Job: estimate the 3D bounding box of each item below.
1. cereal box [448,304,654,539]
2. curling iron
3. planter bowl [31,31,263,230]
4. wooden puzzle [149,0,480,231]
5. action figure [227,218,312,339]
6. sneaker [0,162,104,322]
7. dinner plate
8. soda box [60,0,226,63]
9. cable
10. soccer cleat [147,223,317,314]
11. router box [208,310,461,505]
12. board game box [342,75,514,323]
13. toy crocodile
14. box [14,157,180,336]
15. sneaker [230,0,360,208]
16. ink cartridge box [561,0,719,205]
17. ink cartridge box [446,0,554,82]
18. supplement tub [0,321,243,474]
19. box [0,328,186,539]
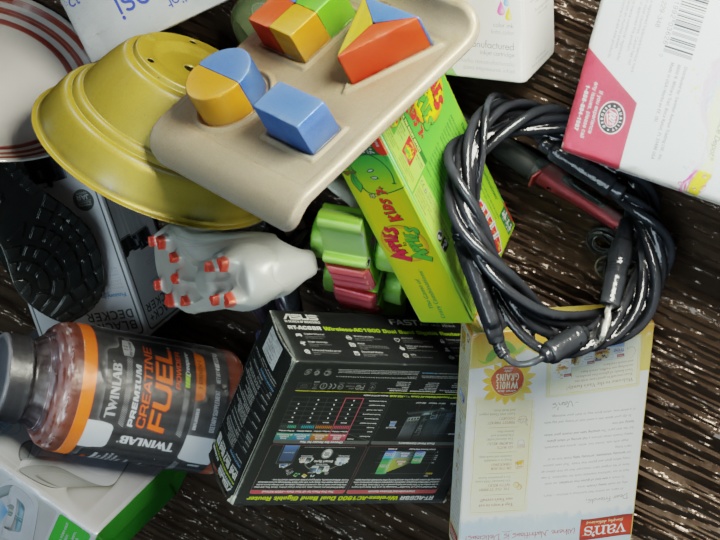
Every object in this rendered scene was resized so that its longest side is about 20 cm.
[{"bbox_3d":[0.144,0.124,1.572,0.143,0.040,0.201,-3,117,-11],"label":"cereal box"},{"bbox_3d":[0.135,-0.062,1.535,0.200,0.026,0.050,39,113,5],"label":"curling iron"},{"bbox_3d":[-0.140,-0.121,1.542,0.200,0.200,0.084,30,118,10],"label":"planter bowl"},{"bbox_3d":[-0.040,-0.136,1.416,0.185,0.200,0.046,29,162,47],"label":"wooden puzzle"},{"bbox_3d":[-0.073,0.010,1.647,0.130,0.069,0.201,-5,107,47],"label":"action figure"},{"bbox_3d":[-0.280,-0.049,1.659,0.076,0.088,0.200,-38,117,-7],"label":"sneaker"},{"bbox_3d":[-0.296,-0.150,1.606,0.200,0.200,0.024,31,135,10],"label":"dinner plate"},{"bbox_3d":[-0.133,-0.229,1.567,0.199,0.063,0.069,-21,102,32],"label":"soda box"},{"bbox_3d":[0.141,-0.038,1.474,0.051,0.162,0.201,149,102,-74],"label":"cable"},{"bbox_3d":[-0.102,-0.001,1.586,0.200,0.077,0.070,12,111,62],"label":"soccer cleat"},{"bbox_3d":[0.000,0.109,1.591,0.062,0.199,0.150,60,136,44],"label":"router box"},{"bbox_3d":[0.044,-0.066,1.489,0.047,0.102,0.200,0,137,31],"label":"board game box"},{"bbox_3d":[0.000,0.000,1.563,0.067,0.062,0.200,12,162,11],"label":"toy crocodile"},{"bbox_3d":[-0.235,-0.040,1.708,0.116,0.060,0.201,-6,110,29],"label":"box"},{"bbox_3d":[-0.034,-0.126,1.550,0.200,0.090,0.067,49,124,-2],"label":"sneaker"},{"bbox_3d":[0.255,-0.124,1.401,0.199,0.086,0.148,21,110,15],"label":"ink cartridge box"},{"bbox_3d":[0.073,-0.242,1.456,0.117,0.067,0.201,8,117,24],"label":"ink cartridge box"},{"bbox_3d":[-0.200,0.101,1.661,0.199,0.107,0.107,11,127,-25],"label":"supplement tub"},{"bbox_3d":[-0.256,0.157,1.729,0.176,0.200,0.097,34,123,9],"label":"box"}]
